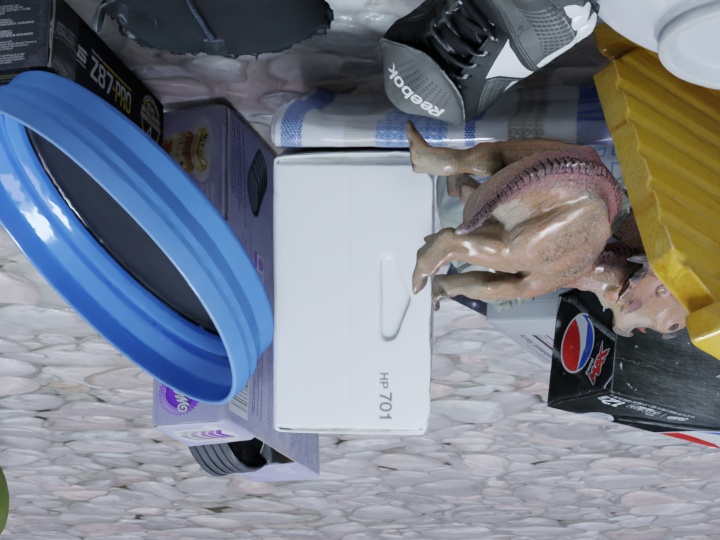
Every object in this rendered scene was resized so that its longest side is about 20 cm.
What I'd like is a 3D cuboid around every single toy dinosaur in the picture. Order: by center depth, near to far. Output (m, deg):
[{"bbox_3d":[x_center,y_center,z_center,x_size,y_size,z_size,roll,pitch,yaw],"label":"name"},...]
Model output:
[{"bbox_3d":[0.097,-0.026,0.945,0.135,0.086,0.200,-2,167,13],"label":"toy dinosaur"}]

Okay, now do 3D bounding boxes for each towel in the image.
[{"bbox_3d":[0.056,-0.083,1.049,0.199,0.024,0.147,0,-170,7],"label":"towel"}]

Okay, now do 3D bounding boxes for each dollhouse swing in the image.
[{"bbox_3d":[0.242,-0.062,0.913,0.181,0.201,0.176,26,129,-35],"label":"dollhouse swing"}]

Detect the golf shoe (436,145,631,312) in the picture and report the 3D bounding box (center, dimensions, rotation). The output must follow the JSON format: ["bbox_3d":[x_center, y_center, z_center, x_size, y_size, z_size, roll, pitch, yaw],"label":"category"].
[{"bbox_3d":[0.135,-0.061,1.123,0.199,0.097,0.078,-22,149,-3],"label":"golf shoe"}]

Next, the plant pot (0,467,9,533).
[{"bbox_3d":[-0.462,0.237,2.003,0.199,0.201,0.190,-9,173,31],"label":"plant pot"}]

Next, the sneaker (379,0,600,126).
[{"bbox_3d":[0.051,-0.104,0.885,0.090,0.067,0.200,-41,180,-2],"label":"sneaker"}]

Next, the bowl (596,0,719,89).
[{"bbox_3d":[0.175,-0.135,0.849,0.200,0.091,0.201,1,163,0],"label":"bowl"}]

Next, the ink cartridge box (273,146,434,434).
[{"bbox_3d":[0.000,0.000,1.093,0.085,0.147,0.200,1,-173,4],"label":"ink cartridge box"}]

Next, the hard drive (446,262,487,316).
[{"bbox_3d":[0.153,0.034,1.354,0.199,0.042,0.135,25,171,2],"label":"hard drive"}]

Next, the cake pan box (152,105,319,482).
[{"bbox_3d":[-0.071,0.024,1.202,0.052,0.201,0.184,-6,164,16],"label":"cake pan box"}]

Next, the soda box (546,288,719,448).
[{"bbox_3d":[0.205,0.062,1.116,0.199,0.071,0.063,15,163,-26],"label":"soda box"}]

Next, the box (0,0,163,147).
[{"bbox_3d":[-0.229,-0.092,1.096,0.199,0.049,0.161,-4,163,15],"label":"box"}]

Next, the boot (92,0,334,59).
[{"bbox_3d":[-0.038,-0.144,0.869,0.197,0.074,0.163,7,161,6],"label":"boot"}]

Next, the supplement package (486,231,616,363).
[{"bbox_3d":[0.189,-0.010,1.204,0.199,0.114,0.109,-2,163,25],"label":"supplement package"}]

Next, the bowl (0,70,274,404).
[{"bbox_3d":[-0.123,-0.018,1.005,0.200,0.039,0.201,38,158,18],"label":"bowl"}]
